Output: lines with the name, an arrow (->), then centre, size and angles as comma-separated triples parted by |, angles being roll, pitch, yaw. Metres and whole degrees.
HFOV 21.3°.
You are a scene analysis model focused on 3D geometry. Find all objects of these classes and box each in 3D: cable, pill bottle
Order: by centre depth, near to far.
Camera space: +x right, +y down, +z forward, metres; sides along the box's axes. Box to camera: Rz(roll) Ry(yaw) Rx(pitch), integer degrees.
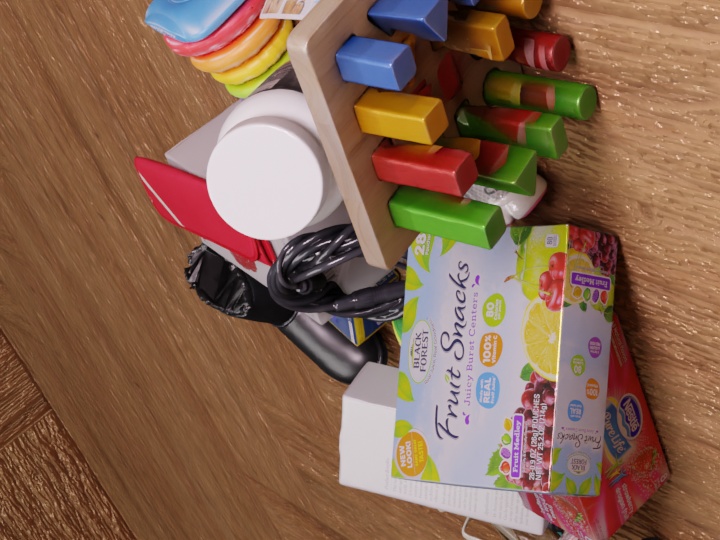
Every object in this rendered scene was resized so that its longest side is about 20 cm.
pill bottle -> -0.052, -0.100, 1.555 | 0.117, 0.116, 0.200 | 55, -159, -10
cable -> 0.000, 0.000, 1.650 | 0.163, 0.200, 0.051 | -22, 66, 45

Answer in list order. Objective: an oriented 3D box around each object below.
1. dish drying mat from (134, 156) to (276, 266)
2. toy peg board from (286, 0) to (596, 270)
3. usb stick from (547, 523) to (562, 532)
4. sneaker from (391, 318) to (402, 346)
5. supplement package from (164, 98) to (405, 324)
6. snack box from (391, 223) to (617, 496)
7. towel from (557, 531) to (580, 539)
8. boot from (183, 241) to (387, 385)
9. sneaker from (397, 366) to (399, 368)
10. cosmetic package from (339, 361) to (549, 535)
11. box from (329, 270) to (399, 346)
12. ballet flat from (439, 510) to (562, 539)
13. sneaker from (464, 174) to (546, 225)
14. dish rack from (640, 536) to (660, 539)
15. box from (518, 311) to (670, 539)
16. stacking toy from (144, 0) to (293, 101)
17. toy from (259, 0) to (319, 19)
dish drying mat -> -0.147, -0.056, 1.771 | 0.200, 0.018, 0.077 | 24, 143, 53
toy peg board -> 0.069, -0.130, 1.281 | 0.098, 0.200, 0.199 | 13, 141, 34
usb stick -> 0.138, 0.186, 1.883 | 0.200, 0.033, 0.056 | 37, 124, 38
sneaker -> 0.101, 0.060, 1.730 | 0.200, 0.074, 0.084 | 34, 129, 49
supplement package -> -0.068, -0.063, 1.790 | 0.200, 0.120, 0.121 | 33, 153, 44
snack box -> 0.109, 0.068, 1.474 | 0.068, 0.201, 0.168 | 11, 173, -43
towel -> 0.172, 0.269, 1.727 | 0.032, 0.191, 0.200 | 44, 160, 8
boot -> -0.080, 0.040, 1.966 | 0.198, 0.073, 0.162 | 45, -165, 32
sneaker -> 0.077, 0.142, 1.832 | 0.200, 0.115, 0.075 | 22, 146, 55
cosmetic package -> 0.085, 0.161, 1.749 | 0.199, 0.071, 0.102 | 13, 121, 17
box -> -0.048, -0.018, 1.911 | 0.200, 0.064, 0.070 | 41, 158, 27
ballet flat -> 0.123, 0.240, 1.968 | 0.200, 0.072, 0.068 | 45, 163, 19
sneaker -> 0.064, -0.088, 1.524 | 0.200, 0.074, 0.088 | 9, 134, 56
dish rack -> 0.241, 0.327, 1.676 | 0.153, 0.200, 0.055 | 36, 145, 37
box -> 0.174, 0.120, 1.595 | 0.095, 0.100, 0.200 | 25, 147, 46
stacking toy -> -0.087, -0.184, 1.680 | 0.200, 0.110, 0.116 | 50, 168, -34
toy -> -0.025, -0.239, 1.376 | 0.047, 0.115, 0.200 | 25, 176, -24
